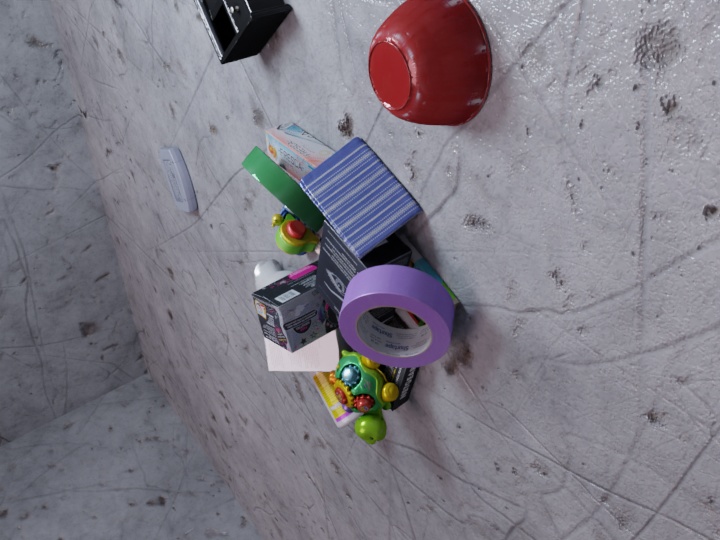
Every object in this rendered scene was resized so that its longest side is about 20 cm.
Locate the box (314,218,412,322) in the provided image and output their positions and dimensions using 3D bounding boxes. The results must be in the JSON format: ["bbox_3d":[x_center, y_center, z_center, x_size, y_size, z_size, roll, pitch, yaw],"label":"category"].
[{"bbox_3d":[0.000,0.000,1.321,0.148,0.103,0.202,49,148,26],"label":"box"}]

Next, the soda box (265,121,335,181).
[{"bbox_3d":[-0.113,-0.229,1.413,0.199,0.068,0.064,40,143,38],"label":"soda box"}]

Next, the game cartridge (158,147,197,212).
[{"bbox_3d":[-0.565,-0.282,2.163,0.133,0.040,0.204,19,128,57],"label":"game cartridge"}]

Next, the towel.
[{"bbox_3d":[-0.004,-0.133,1.244,0.201,0.144,0.024,51,176,22],"label":"towel"}]

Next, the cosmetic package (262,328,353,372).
[{"bbox_3d":[-0.118,0.172,1.589,0.196,0.071,0.104,-3,98,28],"label":"cosmetic package"}]

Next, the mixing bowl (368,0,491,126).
[{"bbox_3d":[0.080,-0.293,1.002,0.200,0.107,0.203,39,142,40],"label":"mixing bowl"}]

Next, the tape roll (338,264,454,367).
[{"bbox_3d":[0.063,0.083,1.215,0.196,0.066,0.202,8,137,8],"label":"tape roll"}]

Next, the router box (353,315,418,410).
[{"bbox_3d":[0.054,0.181,1.466,0.149,0.051,0.202,47,147,27],"label":"router box"}]

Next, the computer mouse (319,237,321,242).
[{"bbox_3d":[-0.038,-0.092,1.418,0.110,0.043,0.202,49,148,29],"label":"computer mouse"}]

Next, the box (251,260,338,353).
[{"bbox_3d":[-0.110,0.073,1.505,0.131,0.198,0.117,18,129,53],"label":"box"}]

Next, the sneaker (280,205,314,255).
[{"bbox_3d":[-0.146,-0.102,1.553,0.074,0.081,0.202,47,148,24],"label":"sneaker"}]

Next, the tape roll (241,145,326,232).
[{"bbox_3d":[-0.144,-0.159,1.367,0.200,0.048,0.200,42,-177,-3],"label":"tape roll"}]

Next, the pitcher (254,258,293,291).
[{"bbox_3d":[-0.193,0.079,1.724,0.199,0.119,0.175,29,122,56],"label":"pitcher"}]

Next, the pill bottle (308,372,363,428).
[{"bbox_3d":[-0.056,0.264,1.662,0.202,0.103,0.104,60,151,9],"label":"pill bottle"}]

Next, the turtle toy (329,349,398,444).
[{"bbox_3d":[0.005,0.259,1.452,0.203,0.100,0.145,63,152,-1],"label":"turtle toy"}]

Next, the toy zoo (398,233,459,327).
[{"bbox_3d":[0.098,0.024,1.304,0.201,0.020,0.132,52,149,24],"label":"toy zoo"}]

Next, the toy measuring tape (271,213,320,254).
[{"bbox_3d":[-0.115,-0.043,1.446,0.200,0.074,0.074,43,148,6],"label":"toy measuring tape"}]

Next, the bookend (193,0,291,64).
[{"bbox_3d":[-0.246,-0.546,1.365,0.199,0.091,0.202,-18,96,60],"label":"bookend"}]
